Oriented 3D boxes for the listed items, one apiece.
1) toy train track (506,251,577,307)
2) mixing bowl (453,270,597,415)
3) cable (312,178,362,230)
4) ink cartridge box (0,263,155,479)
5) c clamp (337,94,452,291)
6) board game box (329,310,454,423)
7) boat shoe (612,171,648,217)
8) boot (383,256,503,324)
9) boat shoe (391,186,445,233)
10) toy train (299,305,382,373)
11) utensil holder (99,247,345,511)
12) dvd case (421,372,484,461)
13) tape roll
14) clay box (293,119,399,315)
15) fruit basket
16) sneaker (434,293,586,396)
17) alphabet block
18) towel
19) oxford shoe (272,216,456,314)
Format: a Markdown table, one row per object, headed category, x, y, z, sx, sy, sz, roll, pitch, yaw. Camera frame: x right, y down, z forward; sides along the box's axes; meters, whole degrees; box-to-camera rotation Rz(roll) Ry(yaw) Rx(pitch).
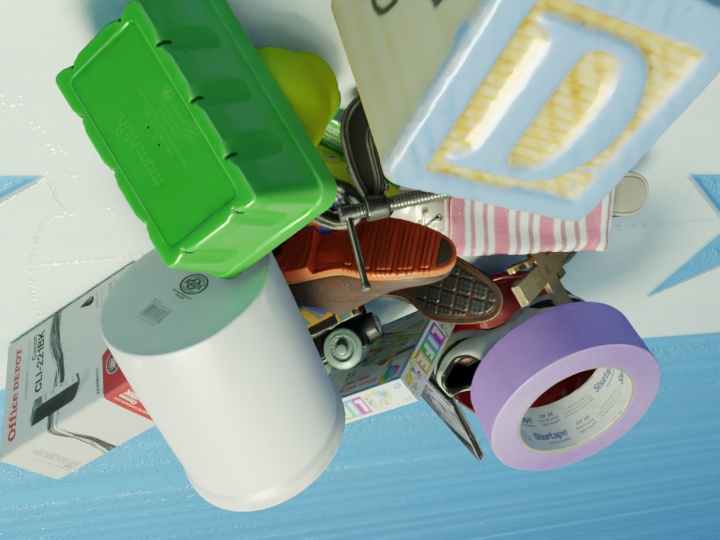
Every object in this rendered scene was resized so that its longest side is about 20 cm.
| category | x | y | z | sx | sy | sz | roll | pitch | yaw |
| --- | --- | --- | --- | --- | --- | --- | --- | --- | --- |
| toy train track | 0.215 | -0.016 | 0.861 | 0.032 | 0.116 | 0.199 | -24 | -170 | 48 |
| mixing bowl | 0.197 | 0.080 | 0.965 | 0.195 | 0.109 | 0.204 | 4 | 113 | 10 |
| cable | -0.094 | -0.085 | 0.701 | 0.195 | 0.051 | 0.099 | 0 | 117 | -2 |
| ink cartridge box | -0.286 | 0.111 | 0.825 | 0.198 | 0.146 | 0.084 | -31 | 141 | 18 |
| c clamp | 0.064 | -0.092 | 0.693 | 0.196 | 0.174 | 0.027 | -18 | 170 | -11 |
| board game box | 0.013 | 0.119 | 0.919 | 0.198 | 0.135 | 0.034 | -27 | 110 | 43 |
| boat shoe | 0.217 | -0.090 | 0.832 | 0.196 | 0.057 | 0.068 | 4 | 100 | -19 |
| boot | 0.085 | 0.011 | 0.835 | 0.096 | 0.197 | 0.076 | 4 | 100 | -51 |
| boat shoe | 0.080 | -0.060 | 0.808 | 0.195 | 0.070 | 0.071 | -1 | 145 | -16 |
| toy train | -0.075 | 0.080 | 0.893 | 0.197 | 0.116 | 0.085 | -27 | 175 | 9 |
| utensil holder | -0.118 | 0.086 | 0.696 | 0.166 | 0.171 | 0.203 | -17 | 128 | 2 |
| dvd case | 0.102 | 0.171 | 1.050 | 0.016 | 0.149 | 0.201 | -38 | 143 | -7 |
| tape roll | 0.223 | 0.131 | 0.842 | 0.196 | 0.066 | 0.203 | -11 | 133 | -12 |
| clay box | -0.042 | -0.051 | 0.763 | 0.113 | 0.048 | 0.201 | 24 | 133 | -12 |
| fruit basket | -0.103 | -0.115 | 0.608 | 0.154 | 0.219 | 0.215 | -33 | 140 | 22 |
| sneaker | 0.173 | 0.092 | 0.874 | 0.197 | 0.080 | 0.075 | -26 | 104 | 18 |
| alphabet block | 0.113 | -0.183 | 0.556 | 0.193 | 0.203 | 0.196 | 9 | 137 | -30 |
| towel | 0.177 | -0.088 | 0.773 | 0.195 | 0.030 | 0.150 | -2 | 103 | -18 |
| oxford shoe | 0.000 | 0.000 | 0.728 | 0.196 | 0.072 | 0.073 | -1 | 137 | 24 |
